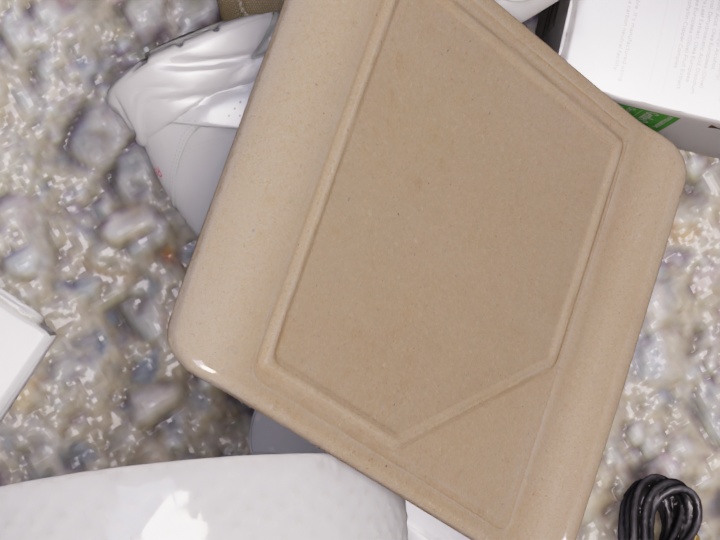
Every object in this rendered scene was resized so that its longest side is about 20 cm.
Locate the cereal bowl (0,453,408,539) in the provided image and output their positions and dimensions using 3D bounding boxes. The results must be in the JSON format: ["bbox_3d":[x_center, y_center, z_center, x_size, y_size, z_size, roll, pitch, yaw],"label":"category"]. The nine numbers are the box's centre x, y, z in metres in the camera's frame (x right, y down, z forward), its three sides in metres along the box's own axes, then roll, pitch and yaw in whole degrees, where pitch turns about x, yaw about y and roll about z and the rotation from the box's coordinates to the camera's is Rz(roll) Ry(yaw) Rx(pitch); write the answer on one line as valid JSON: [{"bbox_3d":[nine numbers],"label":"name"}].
[{"bbox_3d":[-0.076,0.127,0.987,0.199,0.200,0.084,-6,76,-5],"label":"cereal bowl"}]

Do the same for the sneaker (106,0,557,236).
[{"bbox_3d":[0.007,-0.072,1.023,0.199,0.078,0.100,-23,95,7],"label":"sneaker"}]

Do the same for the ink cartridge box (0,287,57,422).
[{"bbox_3d":[-0.235,0.066,1.053,0.144,0.085,0.200,34,87,-3],"label":"ink cartridge box"}]

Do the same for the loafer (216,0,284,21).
[{"bbox_3d":[0.019,-0.150,1.085,0.200,0.076,0.067,-45,98,-5],"label":"loafer"}]

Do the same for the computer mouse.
[{"bbox_3d":[0.046,0.098,1.076,0.199,0.044,0.110,27,62,2],"label":"computer mouse"}]

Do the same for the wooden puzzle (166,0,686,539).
[{"bbox_3d":[0.028,-0.009,0.961,0.200,0.037,0.186,32,68,-36],"label":"wooden puzzle"}]

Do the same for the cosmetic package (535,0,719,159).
[{"bbox_3d":[0.177,-0.088,1.081,0.199,0.108,0.085,14,86,-3],"label":"cosmetic package"}]
